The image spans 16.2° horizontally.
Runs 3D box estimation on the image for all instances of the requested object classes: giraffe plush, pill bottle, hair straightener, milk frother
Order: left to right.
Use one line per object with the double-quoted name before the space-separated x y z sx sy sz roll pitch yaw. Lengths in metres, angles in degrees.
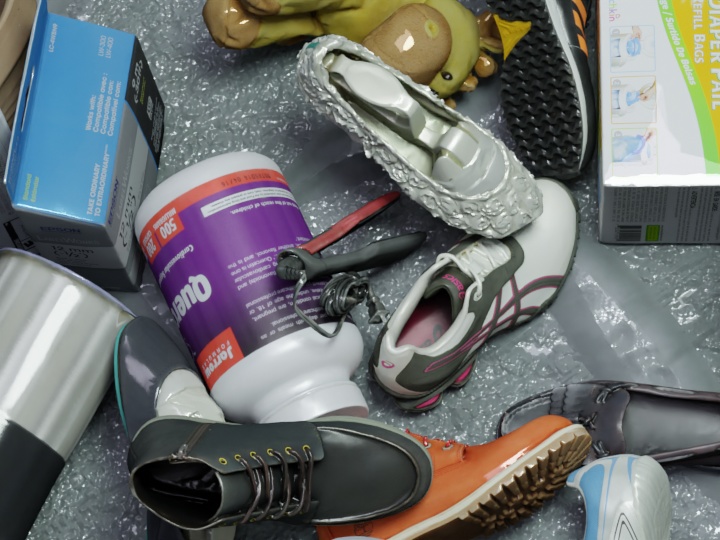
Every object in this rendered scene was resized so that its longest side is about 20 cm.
"milk frother" -0.273 0.066 1.692 0.180 0.200 0.188 23 73 16
"pill bottle" -0.070 0.026 1.736 0.112 0.112 0.200 -25 70 -5
"hair straightener" 0.000 0.000 1.710 0.041 0.200 0.077 -35 87 23
"giraffe plush" 0.013 -0.179 1.802 0.200 0.173 0.162 -30 80 -44

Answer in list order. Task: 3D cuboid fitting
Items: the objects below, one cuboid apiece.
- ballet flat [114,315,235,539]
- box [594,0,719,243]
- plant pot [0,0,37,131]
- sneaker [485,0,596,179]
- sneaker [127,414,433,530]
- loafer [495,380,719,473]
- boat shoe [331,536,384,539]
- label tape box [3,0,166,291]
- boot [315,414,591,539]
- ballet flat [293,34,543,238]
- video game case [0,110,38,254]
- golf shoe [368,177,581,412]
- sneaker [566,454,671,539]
"ballet flat" -0.116 0.128 1.698 0.073 0.073 0.201 -7 93 2
"box" 0.217 -0.132 1.773 0.101 0.113 0.200 0 69 4
"plant pot" -0.283 -0.110 1.788 0.093 0.201 0.201 42 75 -25
"sneaker" 0.140 -0.167 1.769 0.090 0.070 0.201 -27 106 -44
"sneaker" -0.051 0.139 1.616 0.199 0.106 0.075 2 100 -2
"loafer" 0.191 0.103 1.716 0.199 0.063 0.072 0 71 4
"boat shoe" 0.050 0.241 1.650 0.200 0.065 0.074 29 54 -6
"label tape box" -0.186 -0.085 1.737 0.066 0.200 0.144 6 71 5
"boot" 0.054 0.134 1.698 0.200 0.075 0.107 -30 63 8
"ballet flat" 0.039 -0.091 1.707 0.200 0.072 0.072 35 76 0
"video game case" -0.309 -0.031 1.727 0.182 0.200 0.022 -25 66 -5
"golf shoe" 0.085 0.010 1.746 0.077 0.088 0.200 35 75 17
"sneaker" 0.177 0.223 1.673 0.072 0.072 0.201 -10 80 35
